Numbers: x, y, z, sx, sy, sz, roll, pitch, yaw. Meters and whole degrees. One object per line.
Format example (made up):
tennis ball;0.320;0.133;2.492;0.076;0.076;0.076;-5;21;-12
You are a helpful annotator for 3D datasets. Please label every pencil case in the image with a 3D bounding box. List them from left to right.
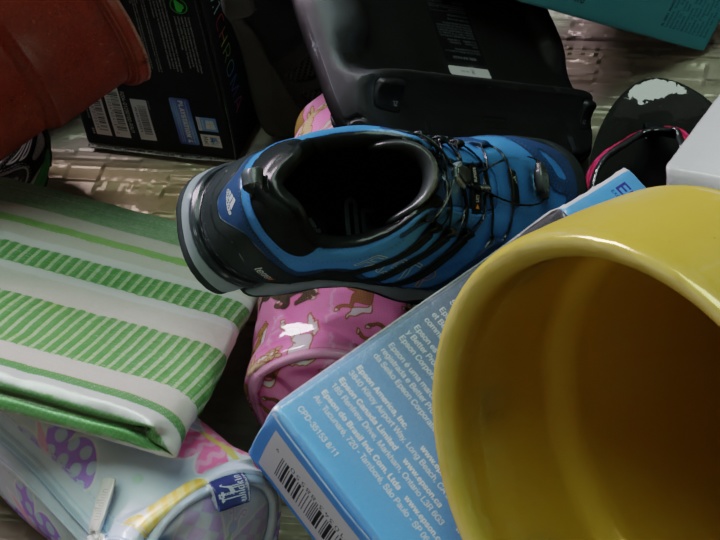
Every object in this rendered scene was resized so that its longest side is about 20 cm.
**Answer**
pencil case;-0.123;0.081;1.105;0.090;0.084;0.200;-15;36;-38
pencil case;0.000;0.000;1.167;0.086;0.083;0.201;-12;40;21

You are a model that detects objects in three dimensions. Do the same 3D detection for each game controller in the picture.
game controller;0.042;-0.098;1.194;0.042;0.199;0.105;-38;68;30

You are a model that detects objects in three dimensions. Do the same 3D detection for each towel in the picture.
towel;-0.127;0.016;1.117;0.151;0.024;0.200;14;23;3

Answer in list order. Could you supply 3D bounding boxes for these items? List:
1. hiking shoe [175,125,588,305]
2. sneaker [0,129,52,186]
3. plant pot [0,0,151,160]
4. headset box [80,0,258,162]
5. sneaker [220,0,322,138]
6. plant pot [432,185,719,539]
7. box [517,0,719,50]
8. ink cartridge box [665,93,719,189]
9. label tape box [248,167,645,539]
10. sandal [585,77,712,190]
hiking shoe;0.024;-0.025;1.069;0.199;0.087;0.075;-9;82;-31
sneaker;-0.245;-0.035;1.255;0.199;0.086;0.078;-27;44;-17
plant pot;-0.234;-0.102;1.150;0.195;0.201;0.201;-42;49;-11
headset box;-0.084;-0.189;1.318;0.092;0.175;0.201;7;44;20
sneaker;-0.007;-0.132;1.225;0.113;0.200;0.077;0;59;12
plant pot;0.160;0.052;0.941;0.188;0.202;0.200;-24;41;-36
box;0.096;-0.166;1.260;0.199;0.049;0.082;9;25;-43
ink cartridge box;0.255;-0.060;1.171;0.172;0.044;0.200;11;33;24
label tape box;0.075;0.070;1.047;0.199;0.066;0.144;-34;78;-25
sandal;0.136;-0.028;1.192;0.074;0.045;0.201;4;45;17
